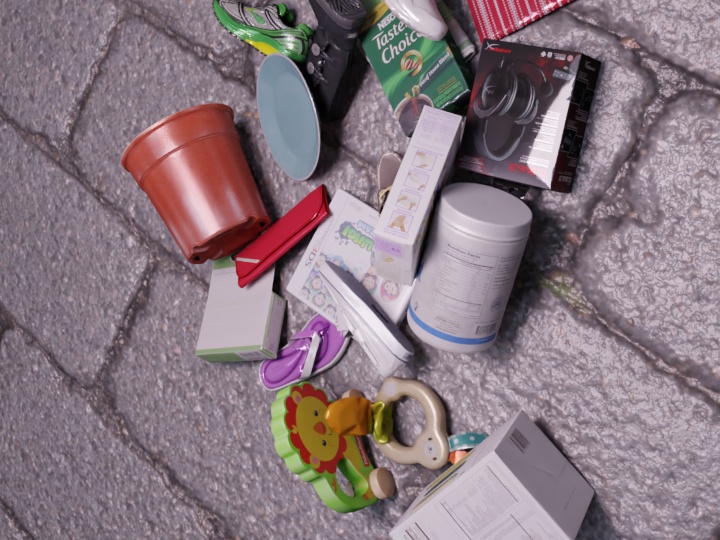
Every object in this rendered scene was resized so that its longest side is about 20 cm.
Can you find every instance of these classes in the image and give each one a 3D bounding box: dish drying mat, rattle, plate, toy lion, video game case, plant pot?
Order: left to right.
[{"bbox_3d":[-0.250,-0.129,1.653,0.200,0.200,0.196,-34,79,29],"label":"plant pot"},{"bbox_3d":[-0.127,-0.055,1.637,0.200,0.018,0.077,-39,36,23],"label":"dish drying mat"},{"bbox_3d":[-0.106,-0.240,1.607,0.200,0.025,0.201,38,137,46],"label":"plate"},{"bbox_3d":[-0.050,0.260,1.513,0.068,0.191,0.201,-28,76,31],"label":"toy lion"},{"bbox_3d":[0.000,0.000,1.564,0.200,0.024,0.183,33,100,29],"label":"video game case"},{"bbox_3d":[0.073,0.232,1.468,0.200,0.143,0.131,37,92,34],"label":"rattle"}]

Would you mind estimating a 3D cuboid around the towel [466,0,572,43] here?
[{"bbox_3d":[0.231,-0.416,1.419,0.199,0.022,0.146,-22,80,34],"label":"towel"}]

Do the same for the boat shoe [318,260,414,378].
[{"bbox_3d":[-0.007,0.070,1.504,0.065,0.073,0.200,-47,63,13],"label":"boat shoe"}]

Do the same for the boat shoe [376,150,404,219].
[{"bbox_3d":[0.058,-0.089,1.498,0.071,0.059,0.201,-18,69,22],"label":"boat shoe"}]

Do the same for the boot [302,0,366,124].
[{"bbox_3d":[-0.060,-0.346,1.558,0.201,0.065,0.165,105,145,-50],"label":"boot"}]

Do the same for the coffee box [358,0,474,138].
[{"bbox_3d":[0.078,-0.302,1.477,0.123,0.044,0.201,-32,70,28],"label":"coffee box"}]

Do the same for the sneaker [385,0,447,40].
[{"bbox_3d":[0.071,-0.406,1.421,0.099,0.078,0.201,-40,68,17],"label":"sneaker"}]

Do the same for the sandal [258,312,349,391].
[{"bbox_3d":[-0.091,0.132,1.625,0.202,0.050,0.083,-42,69,27],"label":"sandal"}]

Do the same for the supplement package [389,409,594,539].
[{"bbox_3d":[0.175,0.321,1.367,0.151,0.152,0.200,48,116,5],"label":"supplement package"}]

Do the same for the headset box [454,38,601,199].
[{"bbox_3d":[0.223,-0.199,1.395,0.148,0.077,0.201,18,99,32],"label":"headset box"}]

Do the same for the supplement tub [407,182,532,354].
[{"bbox_3d":[0.145,-0.002,1.392,0.132,0.132,0.201,30,121,30],"label":"supplement tub"}]

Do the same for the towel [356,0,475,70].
[{"bbox_3d":[0.070,-0.349,1.529,0.149,0.031,0.201,-41,67,25],"label":"towel"}]

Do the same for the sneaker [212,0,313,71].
[{"bbox_3d":[-0.153,-0.396,1.656,0.199,0.078,0.086,34,102,19],"label":"sneaker"}]

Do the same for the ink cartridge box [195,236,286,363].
[{"bbox_3d":[-0.189,0.047,1.693,0.145,0.048,0.201,-7,62,34],"label":"ink cartridge box"}]

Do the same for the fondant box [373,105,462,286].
[{"bbox_3d":[0.078,-0.099,1.392,0.058,0.144,0.201,17,69,9],"label":"fondant box"}]
